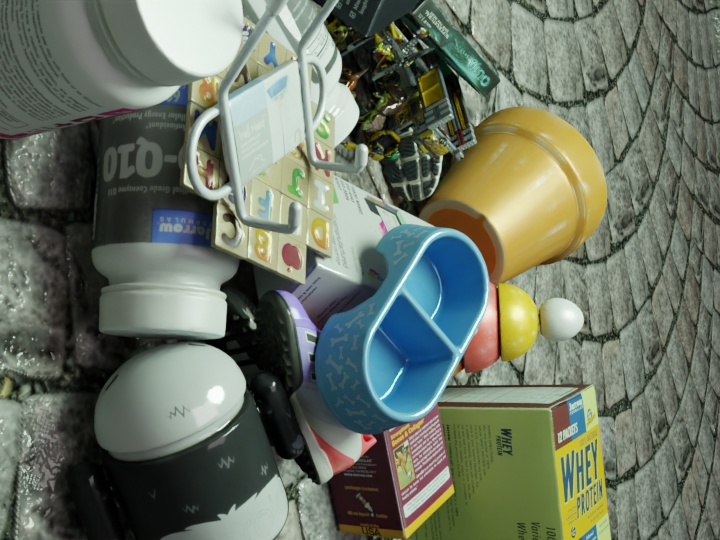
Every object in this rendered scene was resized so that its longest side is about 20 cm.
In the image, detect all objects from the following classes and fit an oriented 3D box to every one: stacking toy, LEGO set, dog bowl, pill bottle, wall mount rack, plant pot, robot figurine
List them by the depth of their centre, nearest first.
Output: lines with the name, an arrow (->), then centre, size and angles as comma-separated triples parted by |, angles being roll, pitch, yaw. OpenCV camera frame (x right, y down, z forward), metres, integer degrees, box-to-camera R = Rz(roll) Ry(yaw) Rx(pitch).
pill bottle -> -0.182, -0.156, 0.616 | 0.113, 0.199, 0.114 | 10, 78, -55
wall mount rack -> -0.046, -0.131, 0.674 | 0.200, 0.074, 0.174 | -48, 141, -52
robot figurine -> -0.129, 0.154, 0.728 | 0.150, 0.124, 0.201 | -48, 125, -59
pill bottle -> -0.149, -0.049, 0.729 | 0.114, 0.113, 0.201 | 14, 74, -54
dog bowl -> 0.043, 0.044, 0.784 | 0.112, 0.049, 0.200 | 49, 55, -24
pill bottle -> -0.087, -0.199, 0.838 | 0.200, 0.115, 0.116 | 57, 43, -35
LEGO set -> 0.029, -0.169, 0.967 | 0.200, 0.153, 0.116 | 47, 26, -51
stacking toy -> 0.149, 0.062, 1.055 | 0.146, 0.199, 0.147 | 0, 90, -82
plant pot -> 0.168, -0.072, 1.143 | 0.183, 0.200, 0.201 | -39, 118, -38

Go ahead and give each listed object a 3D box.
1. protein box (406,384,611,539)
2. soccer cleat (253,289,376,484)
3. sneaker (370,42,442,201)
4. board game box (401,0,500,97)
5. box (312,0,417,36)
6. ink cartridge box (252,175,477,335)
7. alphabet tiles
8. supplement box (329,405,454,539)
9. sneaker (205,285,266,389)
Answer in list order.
protein box -> 0.160, 0.239, 1.071 | 0.135, 0.199, 0.199 | -9, 93, -56
soccer cleat -> -0.037, 0.092, 0.797 | 0.073, 0.068, 0.201 | -26, 124, -20
sneaker -> 0.066, -0.182, 1.103 | 0.080, 0.077, 0.201 | -5, 90, -65
board game box -> 0.065, -0.277, 1.026 | 0.135, 0.028, 0.200 | 39, 12, -38
box -> -0.022, -0.336, 0.842 | 0.200, 0.149, 0.107 | 36, 41, 7
ink cartridge box -> 0.000, 0.000, 0.880 | 0.200, 0.084, 0.145 | 23, 36, -36
alphabet tiles -> -0.073, -0.096, 0.729 | 0.166, 0.006, 0.201 | 27, 56, -49
supplement box -> 0.021, 0.161, 0.977 | 0.110, 0.085, 0.201 | -25, 107, -55
sneaker -> -0.078, 0.075, 0.866 | 0.200, 0.066, 0.091 | 57, 34, -32
